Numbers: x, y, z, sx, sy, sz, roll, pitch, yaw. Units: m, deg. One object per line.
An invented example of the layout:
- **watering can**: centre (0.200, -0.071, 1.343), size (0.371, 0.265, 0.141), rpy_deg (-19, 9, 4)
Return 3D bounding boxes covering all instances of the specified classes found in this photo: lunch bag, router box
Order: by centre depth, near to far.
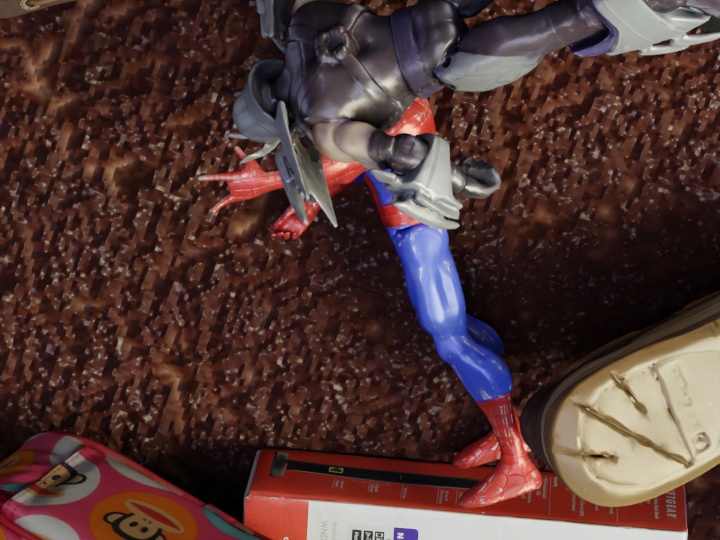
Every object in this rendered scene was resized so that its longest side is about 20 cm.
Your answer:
- **lunch bag**: centre (-0.089, 0.177, 1.175), size (0.200, 0.082, 0.176), rpy_deg (25, 123, 25)
- **router box**: centre (0.038, 0.179, 1.212), size (0.179, 0.049, 0.200), rpy_deg (4, 110, 4)

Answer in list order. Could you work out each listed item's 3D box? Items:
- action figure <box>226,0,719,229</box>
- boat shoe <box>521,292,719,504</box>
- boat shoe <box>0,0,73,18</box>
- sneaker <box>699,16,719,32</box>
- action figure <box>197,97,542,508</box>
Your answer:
- **action figure**: centre (0.035, -0.084, 1.048), size (0.200, 0.069, 0.130), rpy_deg (-23, 67, 23)
- **boat shoe**: centre (0.156, 0.033, 1.132), size (0.200, 0.072, 0.072), rpy_deg (-23, 101, -12)
- **boat shoe**: centre (-0.062, -0.143, 1.101), size (0.200, 0.072, 0.072), rpy_deg (-19, 138, 1)
- **sneaker**: centre (0.189, -0.116, 1.088), size (0.200, 0.080, 0.086), rpy_deg (22, 88, -2)
- **action figure**: centre (0.000, 0.000, 1.140), size (0.099, 0.065, 0.200), rpy_deg (-15, 109, 1)
